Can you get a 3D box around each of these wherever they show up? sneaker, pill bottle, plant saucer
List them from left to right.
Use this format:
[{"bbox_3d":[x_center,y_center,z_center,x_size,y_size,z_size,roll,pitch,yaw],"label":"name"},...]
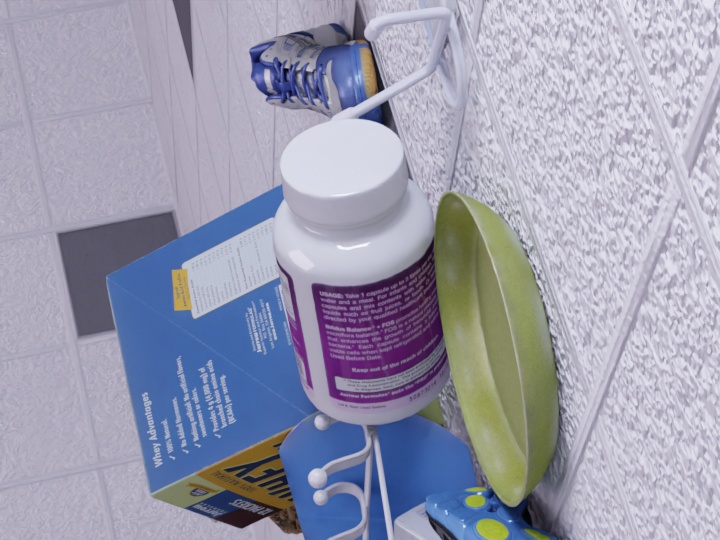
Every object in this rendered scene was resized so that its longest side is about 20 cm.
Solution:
[{"bbox_3d":[-0.039,-0.149,1.548,0.200,0.088,0.076,-135,37,-71],"label":"sneaker"},{"bbox_3d":[0.000,0.000,1.312,0.112,0.112,0.201,-112,10,-48],"label":"pill bottle"},{"bbox_3d":[0.087,0.046,1.202,0.200,0.031,0.201,168,90,-81],"label":"plant saucer"},{"bbox_3d":[0.090,0.193,1.233,0.200,0.070,0.083,-134,40,-68],"label":"sneaker"}]

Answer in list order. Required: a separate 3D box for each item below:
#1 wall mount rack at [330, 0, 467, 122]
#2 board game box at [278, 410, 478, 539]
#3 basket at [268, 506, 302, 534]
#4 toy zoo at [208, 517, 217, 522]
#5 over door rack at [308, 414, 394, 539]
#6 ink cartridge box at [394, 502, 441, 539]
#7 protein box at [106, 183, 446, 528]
[{"bbox_3d":[0.010,-0.184,1.251,0.174,0.074,0.201,111,148,-73],"label":"wall mount rack"},{"bbox_3d":[0.029,0.176,1.426,0.039,0.157,0.201,-47,-52,-53],"label":"board game box"},{"bbox_3d":[-0.046,0.125,1.740,0.200,0.142,0.149,92,163,-53],"label":"basket"},{"bbox_3d":[-0.072,0.138,1.814,0.020,0.200,0.132,35,143,23],"label":"toy zoo"},{"bbox_3d":[0.001,0.209,1.322,0.200,0.066,0.148,-120,26,-54],"label":"over door rack"},{"bbox_3d":[0.067,0.275,1.391,0.099,0.039,0.201,28,128,39],"label":"ink cartridge box"},{"bbox_3d":[-0.069,0.066,1.521,0.135,0.199,0.199,31,-143,-55],"label":"protein box"}]
